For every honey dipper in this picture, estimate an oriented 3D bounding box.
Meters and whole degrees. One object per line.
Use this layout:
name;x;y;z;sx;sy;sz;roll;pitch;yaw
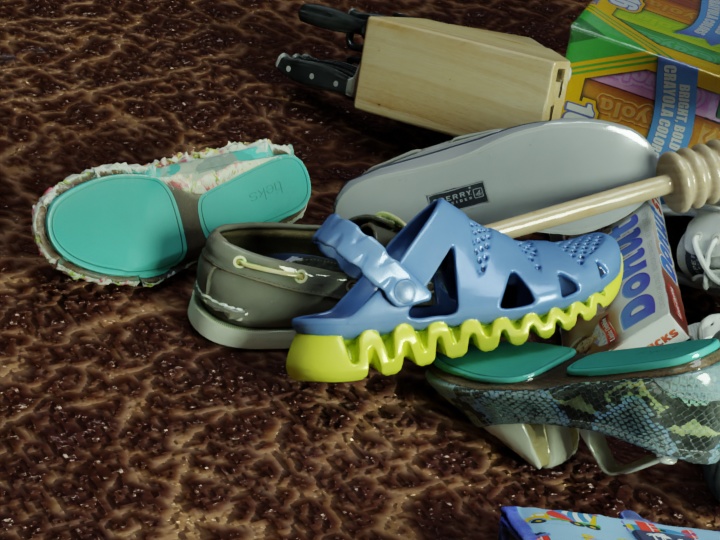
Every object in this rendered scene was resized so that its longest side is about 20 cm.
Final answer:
honey dipper;0.133;-0.036;1.119;0.198;0.038;0.038;-17;39;-18

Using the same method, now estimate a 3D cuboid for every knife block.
knife block;0.035;-0.132;1.287;0.174;0.065;0.200;7;13;-8

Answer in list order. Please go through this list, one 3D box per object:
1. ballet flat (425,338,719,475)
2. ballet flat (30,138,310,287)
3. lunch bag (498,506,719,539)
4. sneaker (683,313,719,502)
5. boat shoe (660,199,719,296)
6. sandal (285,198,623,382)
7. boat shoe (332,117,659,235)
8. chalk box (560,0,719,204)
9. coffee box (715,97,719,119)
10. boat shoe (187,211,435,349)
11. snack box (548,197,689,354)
ballet flat;0.111;0.073;1.009;0.074;0.075;0.199;-16;9;-38
ballet flat;-0.116;-0.032;1.135;0.199;0.077;0.064;-11;6;-40
lunch bag;0.147;0.167;0.882;0.149;0.095;0.200;5;19;-8
sneaker;0.203;0.069;1.060;0.088;0.075;0.200;23;23;18
boat shoe;0.220;-0.013;1.157;0.068;0.073;0.200;-12;17;-15
sandal;0.051;0.002;1.048;0.198;0.088;0.079;-12;5;-19
boat shoe;0.082;-0.053;1.186;0.198;0.073;0.066;-15;18;8
chalk box;0.235;-0.100;1.291;0.198;0.125;0.125;20;32;13
coffee box;0.267;-0.181;1.200;0.044;0.124;0.200;16;31;9
boat shoe;0.001;0.002;1.107;0.200;0.061;0.072;-3;34;-23
snack box;0.151;-0.002;1.158;0.024;0.072;0.201;48;21;-23
